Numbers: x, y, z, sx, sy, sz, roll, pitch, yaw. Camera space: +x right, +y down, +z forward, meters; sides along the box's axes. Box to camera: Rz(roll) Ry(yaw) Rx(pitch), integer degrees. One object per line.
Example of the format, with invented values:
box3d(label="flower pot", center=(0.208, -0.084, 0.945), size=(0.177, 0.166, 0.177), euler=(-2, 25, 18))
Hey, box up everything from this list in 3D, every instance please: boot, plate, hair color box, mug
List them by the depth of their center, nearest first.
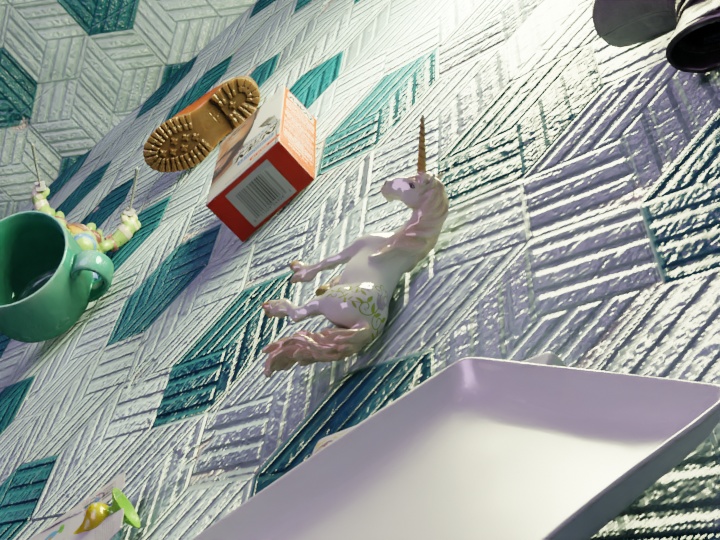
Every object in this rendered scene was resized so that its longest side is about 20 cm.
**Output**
box3d(label="plate", center=(0.040, 0.105, 0.582), size=(0.199, 0.033, 0.198), euler=(-31, 17, -28))
box3d(label="boot", center=(0.226, -0.184, 0.886), size=(0.199, 0.070, 0.133), euler=(-29, 29, 47))
box3d(label="hair color box", center=(-0.108, -0.124, 1.440), size=(0.111, 0.064, 0.201), euler=(-40, 18, 15))
box3d(label="mug", center=(-0.414, 0.023, 1.665), size=(0.184, 0.115, 0.152), euler=(29, 69, 33))
box3d(label="boot", center=(-0.229, -0.217, 1.880), size=(0.198, 0.076, 0.107), euler=(-33, 17, 7))

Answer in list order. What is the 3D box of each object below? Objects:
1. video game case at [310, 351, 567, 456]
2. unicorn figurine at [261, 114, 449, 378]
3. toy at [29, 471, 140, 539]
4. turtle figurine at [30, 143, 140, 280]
box3d(label="video game case", center=(0.014, 0.141, 0.702), size=(0.199, 0.023, 0.183), euler=(-27, 25, 41))
box3d(label="unicorn figurine", center=(0.000, 0.000, 0.969), size=(0.136, 0.074, 0.202), euler=(-19, 44, 33))
box3d(label="toy", center=(-0.249, 0.246, 0.983), size=(0.199, 0.047, 0.115), euler=(-40, 16, 1))
box3d(label="turtle figurine", center=(-0.392, -0.083, 1.822), size=(0.142, 0.203, 0.193), euler=(-13, 4, -22))
